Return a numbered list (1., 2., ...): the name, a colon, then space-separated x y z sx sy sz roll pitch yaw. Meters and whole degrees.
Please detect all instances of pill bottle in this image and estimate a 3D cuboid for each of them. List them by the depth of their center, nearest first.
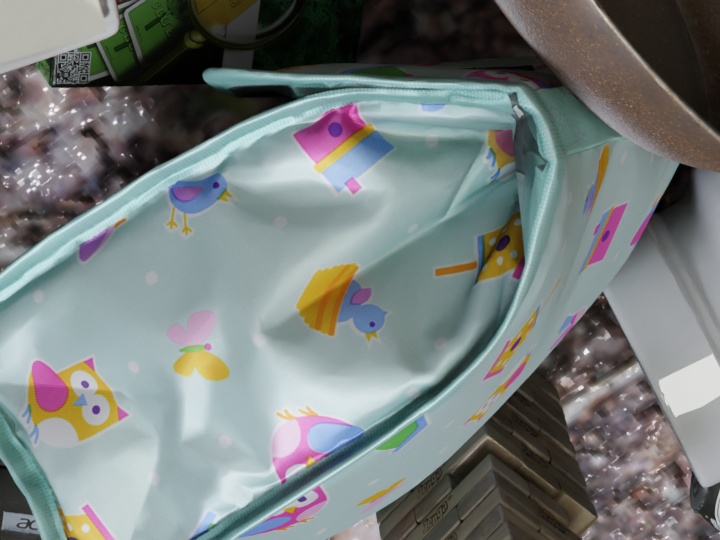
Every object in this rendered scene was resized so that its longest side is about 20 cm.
1. pill bottle: 0.181 -0.014 0.790 0.199 0.116 0.116 -28 121 4

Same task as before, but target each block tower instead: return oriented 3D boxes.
1. block tower: 0.043 0.090 0.772 0.058 0.200 0.054 38 107 -19

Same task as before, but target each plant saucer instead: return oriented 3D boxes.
1. plant saucer: 0.060 -0.107 0.669 0.032 0.201 0.200 -32 122 23

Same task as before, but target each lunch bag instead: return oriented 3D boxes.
1. lunch bag: 0.000 0.000 0.705 0.200 0.170 0.122 -37 81 20

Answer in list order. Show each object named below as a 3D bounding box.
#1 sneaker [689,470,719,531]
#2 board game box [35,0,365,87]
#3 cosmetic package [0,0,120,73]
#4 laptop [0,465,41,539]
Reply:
1. sneaker: 0.217 0.074 0.866 0.199 0.085 0.078 -1 119 -11
2. board game box: -0.038 -0.150 0.712 0.104 0.023 0.201 -5 120 -24
3. cosmetic package: -0.123 -0.131 0.609 0.087 0.200 0.104 -17 123 -4
4. laptop: -0.191 0.158 0.852 0.176 0.104 0.200 9 142 -6
